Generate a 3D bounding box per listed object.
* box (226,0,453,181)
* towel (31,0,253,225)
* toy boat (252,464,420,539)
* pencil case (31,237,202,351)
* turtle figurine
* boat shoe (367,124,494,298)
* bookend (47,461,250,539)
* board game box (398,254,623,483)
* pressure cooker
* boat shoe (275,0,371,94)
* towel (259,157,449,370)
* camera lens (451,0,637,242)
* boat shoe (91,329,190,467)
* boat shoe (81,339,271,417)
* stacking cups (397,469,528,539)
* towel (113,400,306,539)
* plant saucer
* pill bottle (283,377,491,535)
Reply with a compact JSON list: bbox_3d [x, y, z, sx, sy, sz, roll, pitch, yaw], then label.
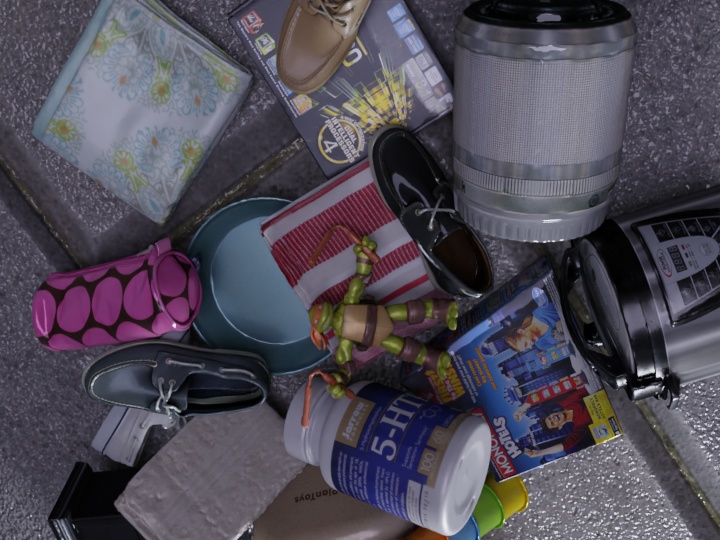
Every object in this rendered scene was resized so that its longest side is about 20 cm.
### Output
[{"bbox_3d":[-0.014,-0.212,0.834,0.160,0.049,0.201,-30,102,10],"label":"box"},{"bbox_3d":[-0.227,-0.174,0.868,0.170,0.048,0.201,36,107,-4],"label":"towel"},{"bbox_3d":[-0.020,0.290,0.955,0.197,0.132,0.131,-16,134,11],"label":"toy boat"},{"bbox_3d":[-0.265,0.030,0.890,0.198,0.091,0.095,-13,110,26],"label":"pencil case"},{"bbox_3d":[0.012,0.065,0.839,0.159,0.064,0.203,11,81,-9],"label":"turtle figurine"},{"bbox_3d":[0.076,-0.058,0.831,0.071,0.068,0.201,-36,113,-12],"label":"boat shoe"},{"bbox_3d":[-0.222,0.320,0.963,0.197,0.092,0.201,-6,119,7],"label":"bookend"},{"bbox_3d":[0.152,0.118,0.904,0.198,0.062,0.202,-23,102,13],"label":"board game box"},{"bbox_3d":[0.295,0.025,0.797,0.197,0.176,0.181,-16,108,6],"label":"pressure cooker"},{"bbox_3d":[-0.024,-0.257,0.763,0.071,0.065,0.202,27,105,-4],"label":"boat shoe"},{"bbox_3d":[0.000,0.000,0.867,0.143,0.023,0.201,-31,115,-3],"label":"towel"},{"bbox_3d":[0.164,-0.148,0.764,0.157,0.161,0.203,1,117,6],"label":"camera lens"},{"bbox_3d":[-0.228,0.151,0.947,0.086,0.075,0.203,34,109,-4],"label":"boat shoe"},{"bbox_3d":[-0.191,0.119,0.873,0.197,0.062,0.074,2,109,-15],"label":"boat shoe"},{"bbox_3d":[0.098,0.279,0.891,0.060,0.199,0.061,27,128,41],"label":"stacking cups"},{"bbox_3d":[-0.157,0.226,0.911,0.133,0.034,0.200,46,68,1],"label":"towel"},{"bbox_3d":[-0.097,0.015,0.914,0.197,0.036,0.203,1,106,5],"label":"plant saucer"},{"bbox_3d":[0.024,0.183,0.863,0.198,0.119,0.121,14,109,28],"label":"pill bottle"}]
